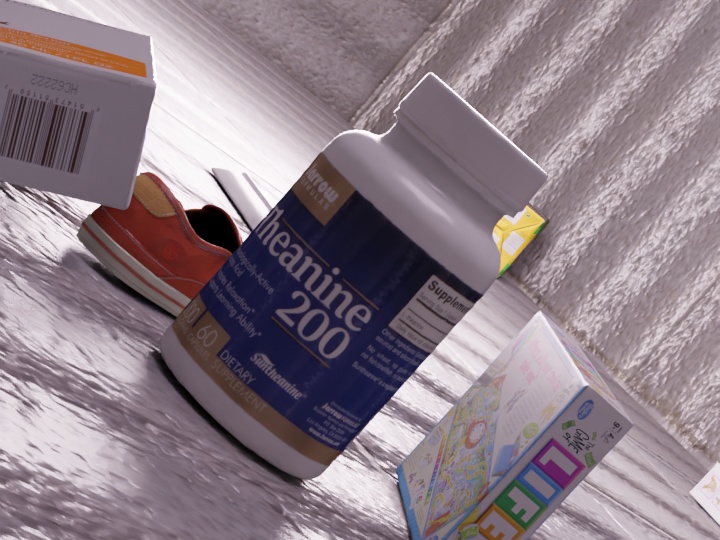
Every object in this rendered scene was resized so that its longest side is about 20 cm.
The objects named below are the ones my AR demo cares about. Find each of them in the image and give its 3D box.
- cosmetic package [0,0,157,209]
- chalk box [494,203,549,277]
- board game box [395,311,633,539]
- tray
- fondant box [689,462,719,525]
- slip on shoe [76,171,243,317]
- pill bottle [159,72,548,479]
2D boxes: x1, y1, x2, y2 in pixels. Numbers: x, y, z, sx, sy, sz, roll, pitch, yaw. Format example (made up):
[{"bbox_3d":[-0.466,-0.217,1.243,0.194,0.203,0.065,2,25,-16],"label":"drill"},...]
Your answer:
[{"bbox_3d":[-0.167,-0.096,1.202,0.101,0.071,0.200,13,11,-10],"label":"cosmetic package"},{"bbox_3d":[0.224,-0.074,3.585,0.124,0.124,0.200,41,5,5],"label":"chalk box"},{"bbox_3d":[0.082,0.102,1.248,0.034,0.134,0.200,41,6,-9],"label":"board game box"},{"bbox_3d":[-0.059,-0.030,1.855,0.107,0.022,0.200,40,6,-29],"label":"tray"},{"bbox_3d":[0.519,0.341,2.759,0.144,0.058,0.200,38,6,-34],"label":"fondant box"},{"bbox_3d":[-0.088,-0.004,1.273,0.074,0.061,0.200,43,4,31],"label":"slip on shoe"},{"bbox_3d":[0.000,0.000,1.124,0.111,0.200,0.111,41,5,-5],"label":"pill bottle"}]
